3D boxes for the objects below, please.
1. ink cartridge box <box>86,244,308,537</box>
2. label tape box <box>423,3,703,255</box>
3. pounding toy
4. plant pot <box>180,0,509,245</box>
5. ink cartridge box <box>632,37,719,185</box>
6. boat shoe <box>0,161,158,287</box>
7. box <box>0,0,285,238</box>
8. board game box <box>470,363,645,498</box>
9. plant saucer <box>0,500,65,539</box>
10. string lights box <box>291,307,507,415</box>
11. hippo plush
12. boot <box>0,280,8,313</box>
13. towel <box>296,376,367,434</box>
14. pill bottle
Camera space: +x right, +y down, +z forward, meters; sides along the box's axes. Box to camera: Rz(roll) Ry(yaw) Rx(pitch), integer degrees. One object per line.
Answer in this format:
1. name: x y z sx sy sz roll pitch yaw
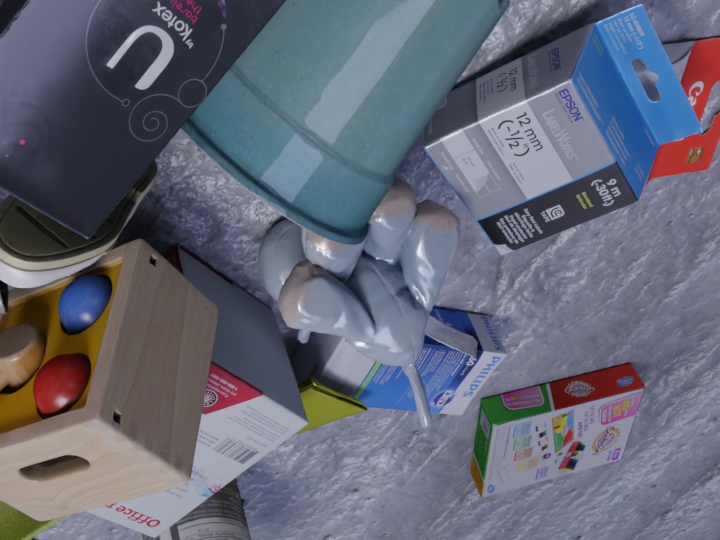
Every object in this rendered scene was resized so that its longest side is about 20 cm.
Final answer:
1. ink cartridge box: -0.177 0.114 0.952 0.199 0.145 0.145 -38 136 14
2. label tape box: 0.171 -0.111 0.882 0.198 0.067 0.144 -21 129 26
3. pounding toy: -0.236 0.092 0.791 0.198 0.186 0.142 -18 137 26
4. plant pot: -0.012 -0.158 0.731 0.199 0.201 0.196 28 110 -41
5. ink cartridge box: 0.267 -0.131 0.973 0.197 0.057 0.164 -6 135 -12
6. boat shoe: -0.210 -0.031 0.767 0.074 0.200 0.069 36 118 -1
7. box: -0.155 -0.142 0.616 0.200 0.106 0.122 -49 132 8
8. board game box: 0.239 0.198 1.295 0.197 0.041 0.154 -11 136 -13
9. plant saucer: -0.370 0.178 0.876 0.199 0.048 0.199 30 135 -29
10. string lights box: 0.041 0.090 1.087 0.198 0.059 0.103 9 129 -31
11. hippo plush: 0.000 0.000 0.920 0.199 0.160 0.160 38 83 -27
12. boot: -0.366 0.040 0.787 0.197 0.184 0.073 -4 161 -16
13. towel: -0.094 0.152 1.071 0.198 0.018 0.086 -23 146 34
14. pill bottle: -0.167 0.296 1.098 0.112 0.201 0.114 -12 138 -11
